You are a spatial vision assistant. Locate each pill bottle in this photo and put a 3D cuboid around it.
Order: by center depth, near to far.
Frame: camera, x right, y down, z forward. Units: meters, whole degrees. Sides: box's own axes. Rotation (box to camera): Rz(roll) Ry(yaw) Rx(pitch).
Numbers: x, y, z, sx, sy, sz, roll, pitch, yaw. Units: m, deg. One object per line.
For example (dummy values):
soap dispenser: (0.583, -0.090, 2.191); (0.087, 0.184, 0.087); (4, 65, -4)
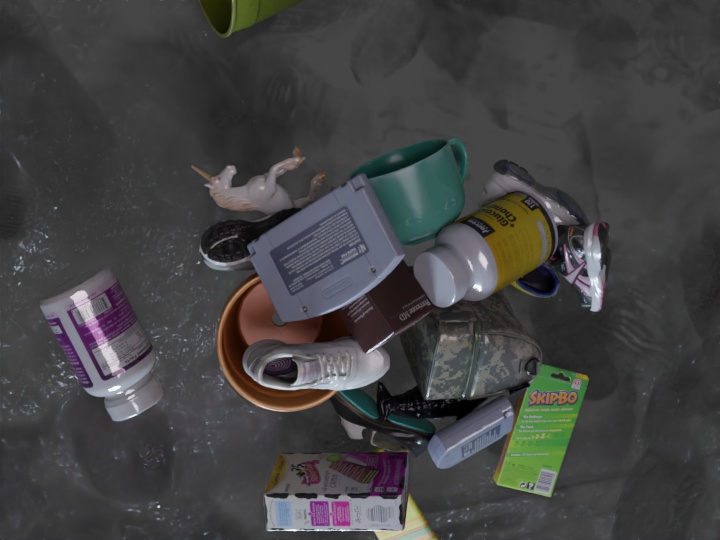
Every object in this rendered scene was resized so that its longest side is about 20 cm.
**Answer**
pill bottle: (0.171, -0.026, 1.638); (0.199, 0.112, 0.113); (-28, 107, -34)
pill bottle: (-0.355, 0.103, 1.660); (0.111, 0.112, 0.201); (-25, 104, -4)

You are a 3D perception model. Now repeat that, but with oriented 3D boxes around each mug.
mug: (0.085, -0.109, 1.672); (0.183, 0.152, 0.115); (-21, 105, -5)

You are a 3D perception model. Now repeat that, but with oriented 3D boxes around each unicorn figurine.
unicorn figurine: (-0.122, -0.110, 1.674); (0.137, 0.074, 0.200); (-40, 111, 11)

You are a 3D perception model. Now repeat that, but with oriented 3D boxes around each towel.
towel: (0.047, 0.363, 1.815); (0.085, 0.018, 0.201); (-24, 105, 21)

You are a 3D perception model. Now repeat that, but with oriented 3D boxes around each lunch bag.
lunch bag: (0.155, 0.088, 1.696); (0.166, 0.200, 0.141); (-2, 121, -13)

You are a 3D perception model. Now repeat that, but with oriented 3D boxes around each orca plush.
orca plush: (0.122, 0.169, 1.754); (0.198, 0.071, 0.106); (4, 65, -17)

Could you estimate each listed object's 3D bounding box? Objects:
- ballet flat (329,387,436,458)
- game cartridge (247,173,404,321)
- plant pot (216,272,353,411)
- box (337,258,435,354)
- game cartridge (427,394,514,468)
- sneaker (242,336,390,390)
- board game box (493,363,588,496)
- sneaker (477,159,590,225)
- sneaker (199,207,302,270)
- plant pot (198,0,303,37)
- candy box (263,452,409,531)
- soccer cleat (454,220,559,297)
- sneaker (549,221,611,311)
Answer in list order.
ballet flat: (0.019, 0.228, 1.776); (0.199, 0.068, 0.069); (28, 108, -14)
game cartridge: (-0.043, -0.019, 1.529); (0.199, 0.041, 0.134); (-29, 90, 29)
plant pot: (-0.107, 0.083, 1.684); (0.198, 0.140, 0.202); (-2, 101, -9)
box: (0.000, 0.000, 1.601); (0.100, 0.075, 0.201); (-28, 83, -46)
game cartridge: (0.161, 0.241, 1.743); (0.132, 0.200, 0.042); (-26, 73, -2)
sneaker: (-0.055, 0.134, 1.581); (0.198, 0.100, 0.076); (-2, 100, -11)
board game box: (0.280, 0.245, 1.842); (0.095, 0.030, 0.202); (15, 101, -13)
sneaker: (0.261, -0.085, 1.761); (0.199, 0.075, 0.087); (30, 115, -14)
sneaker: (-0.128, -0.039, 1.659); (0.198, 0.079, 0.075); (-5, 74, -14)
plant pot: (-0.115, -0.428, 1.568); (0.191, 0.200, 0.202); (-17, 104, -18)
candy box: (-0.031, 0.318, 1.721); (0.198, 0.137, 0.062); (-2, 107, 6)
soccer cleat: (0.208, -0.018, 1.747); (0.199, 0.084, 0.065); (25, 97, -13)
sneaker: (0.319, -0.015, 1.741); (0.085, 0.201, 0.081); (10, 59, 18)
